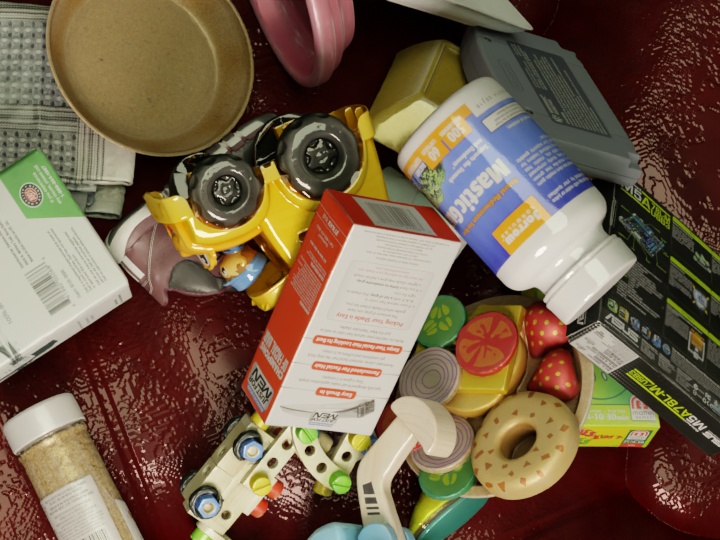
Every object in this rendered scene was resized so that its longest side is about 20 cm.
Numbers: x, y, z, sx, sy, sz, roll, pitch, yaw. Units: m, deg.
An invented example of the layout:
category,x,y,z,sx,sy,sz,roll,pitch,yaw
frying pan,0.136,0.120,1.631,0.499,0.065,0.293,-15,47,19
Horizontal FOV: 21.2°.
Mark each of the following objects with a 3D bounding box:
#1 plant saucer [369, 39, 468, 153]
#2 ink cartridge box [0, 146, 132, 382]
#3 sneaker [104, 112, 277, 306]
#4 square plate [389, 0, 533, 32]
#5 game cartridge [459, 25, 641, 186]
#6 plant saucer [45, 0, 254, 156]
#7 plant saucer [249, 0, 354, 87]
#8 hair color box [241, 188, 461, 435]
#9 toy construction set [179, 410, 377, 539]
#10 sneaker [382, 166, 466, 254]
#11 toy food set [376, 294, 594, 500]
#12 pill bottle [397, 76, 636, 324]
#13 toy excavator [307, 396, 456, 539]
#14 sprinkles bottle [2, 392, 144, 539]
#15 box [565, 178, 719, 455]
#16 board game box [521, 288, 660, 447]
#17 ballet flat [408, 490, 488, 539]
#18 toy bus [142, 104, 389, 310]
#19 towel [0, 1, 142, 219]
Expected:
category,x,y,z,sx,sy,sz,roll,pitch,yaw
plant saucer,0.115,-0.136,1.759,0.199,0.049,0.200,28,29,-3
ink cartridge box,-0.319,0.013,1.663,0.200,0.083,0.147,-33,85,-8
sneaker,-0.125,-0.044,1.744,0.200,0.076,0.116,-40,91,-7
square plate,0.037,-0.284,1.768,0.198,0.029,0.200,12,29,-38
game cartridge,0.165,-0.155,1.748,0.133,0.042,0.200,9,35,-25
plant saucer,-0.195,-0.193,1.753,0.199,0.035,0.201,9,70,-24
plant saucer,-0.059,-0.267,1.740,0.051,0.201,0.201,-22,81,-15
hair color box,-0.010,0.038,1.615,0.111,0.064,0.201,9,117,-32
toy construction set,-0.077,0.196,1.683,0.131,0.092,0.200,38,78,-26
sneaker,0.000,0.000,1.758,0.118,0.074,0.201,37,79,14
toy food set,0.110,0.109,1.688,0.197,0.049,0.201,-2,63,31
pill bottle,0.134,-0.055,1.611,0.112,0.112,0.200,-39,80,-18
toy excavator,0.010,0.228,1.642,0.194,0.100,0.201,-27,68,27
sprinkles bottle,-0.235,0.207,1.652,0.068,0.068,0.201,-25,82,-16
box,0.273,0.036,1.732,0.200,0.047,0.194,37,41,-25
board game box,0.205,0.060,1.753,0.101,0.048,0.201,1,61,-9
ballet flat,0.108,0.176,1.740,0.200,0.067,0.067,-31,63,-20
toy bus,-0.064,-0.030,1.661,0.199,0.136,0.193,-23,101,-13
towel,-0.298,-0.148,1.748,0.192,0.035,0.201,6,75,-10
